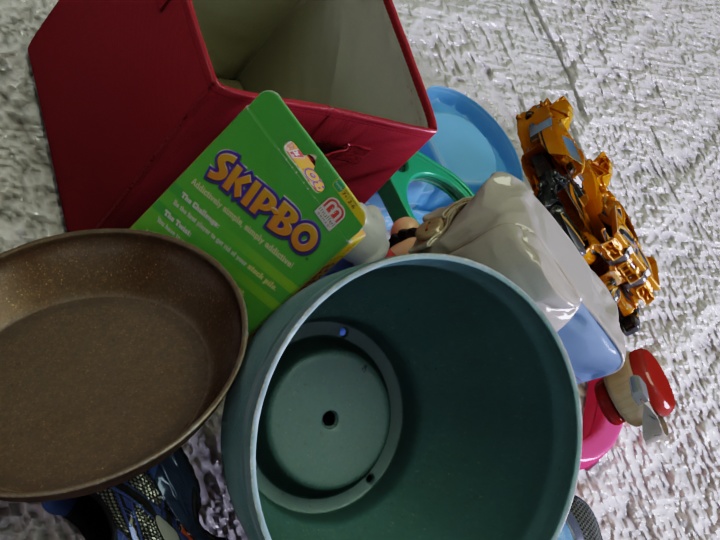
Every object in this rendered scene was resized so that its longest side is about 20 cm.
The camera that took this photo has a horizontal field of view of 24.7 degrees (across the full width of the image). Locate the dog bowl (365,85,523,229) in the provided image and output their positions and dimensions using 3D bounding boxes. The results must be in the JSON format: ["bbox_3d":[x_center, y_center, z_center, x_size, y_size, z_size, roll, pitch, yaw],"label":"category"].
[{"bbox_3d":[0.034,-0.082,1.232,0.199,0.050,0.112,-1,58,-43],"label":"dog bowl"}]

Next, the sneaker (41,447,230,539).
[{"bbox_3d":[-0.105,0.169,0.882,0.078,0.076,0.200,-24,67,-39],"label":"sneaker"}]

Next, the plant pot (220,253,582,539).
[{"bbox_3d":[0.004,0.089,0.911,0.199,0.134,0.202,-1,93,-27],"label":"plant pot"}]

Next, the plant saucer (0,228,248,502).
[{"bbox_3d":[-0.155,0.055,0.881,0.198,0.037,0.201,-6,41,5],"label":"plant saucer"}]

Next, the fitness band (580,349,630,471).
[{"bbox_3d":[0.132,0.065,1.205,0.143,0.037,0.201,36,39,-13],"label":"fitness band"}]

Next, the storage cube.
[{"bbox_3d":[-0.088,-0.116,1.046,0.170,0.180,0.201,7,53,-38],"label":"storage cube"}]

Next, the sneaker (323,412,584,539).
[{"bbox_3d":[0.047,0.133,1.023,0.200,0.066,0.078,39,31,17],"label":"sneaker"}]

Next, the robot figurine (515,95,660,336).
[{"bbox_3d":[0.177,-0.043,1.279,0.145,0.058,0.201,47,19,-36],"label":"robot figurine"}]

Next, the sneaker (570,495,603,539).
[{"bbox_3d":[0.154,0.213,1.036,0.076,0.114,0.200,35,38,-21],"label":"sneaker"}]

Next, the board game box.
[{"bbox_3d":[-0.082,-0.006,0.939,0.096,0.200,0.030,53,32,9],"label":"board game box"}]

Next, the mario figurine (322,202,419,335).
[{"bbox_3d":[0.000,0.000,1.071,0.198,0.123,0.107,-7,103,-31],"label":"mario figurine"}]

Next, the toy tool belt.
[{"bbox_3d":[0.095,0.044,1.019,0.200,0.122,0.125,48,23,-29],"label":"toy tool belt"}]

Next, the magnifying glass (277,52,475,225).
[{"bbox_3d":[0.017,-0.080,1.161,0.200,0.022,0.080,48,39,-1],"label":"magnifying glass"}]
